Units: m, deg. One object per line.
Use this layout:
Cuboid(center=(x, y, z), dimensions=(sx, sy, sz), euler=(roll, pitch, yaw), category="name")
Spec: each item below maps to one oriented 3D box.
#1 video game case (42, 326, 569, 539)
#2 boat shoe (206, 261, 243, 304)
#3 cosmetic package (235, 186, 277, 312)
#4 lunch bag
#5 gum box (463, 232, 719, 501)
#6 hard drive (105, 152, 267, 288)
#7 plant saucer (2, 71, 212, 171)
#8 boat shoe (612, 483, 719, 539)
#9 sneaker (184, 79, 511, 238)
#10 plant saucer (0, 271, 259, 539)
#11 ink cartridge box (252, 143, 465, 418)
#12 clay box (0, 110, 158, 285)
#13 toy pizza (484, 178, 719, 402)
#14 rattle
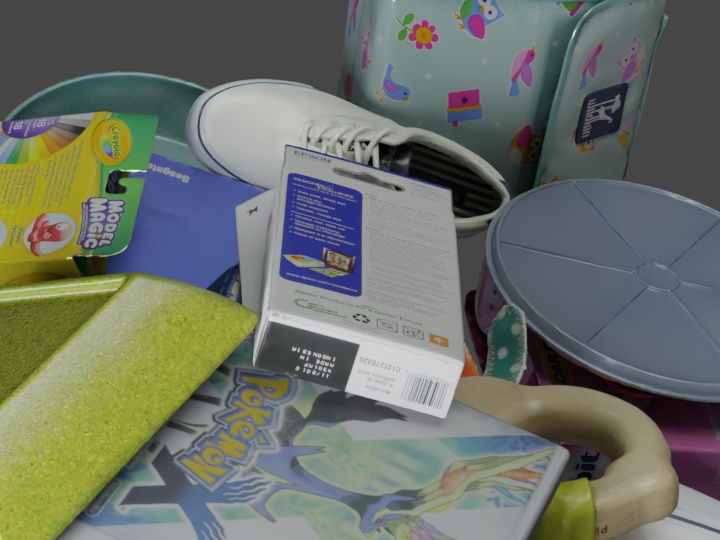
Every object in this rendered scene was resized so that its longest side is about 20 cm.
Cuboid(center=(-0.021, 0.105, 0.998), dimensions=(0.181, 0.022, 0.200), euler=(23, 37, 11), category="video game case")
Cuboid(center=(-0.073, 0.080, 1.180), dimensions=(0.072, 0.072, 0.201), euler=(35, 41, -18), category="boat shoe")
Cuboid(center=(-0.005, 0.067, 1.190), dimensions=(0.051, 0.151, 0.201), euler=(-27, 37, 15), category="cosmetic package")
Cuboid(center=(0.090, -0.115, 1.436), dimensions=(0.199, 0.171, 0.122), euler=(3, 26, -14), category="lunch bag")
Cuboid(center=(0.137, 0.058, 1.315), dimensions=(0.113, 0.066, 0.201), euler=(5, 37, -15), category="gum box")
Cuboid(center=(-0.113, 0.023, 1.266), dimensions=(0.131, 0.025, 0.201), euler=(18, 50, -3), category="hard drive")
Cuboid(center=(-0.127, -0.034, 1.350), dimensions=(0.199, 0.036, 0.201), euler=(9, 50, -11), category="plant saucer")
Cuboid(center=(0.212, 0.171, 1.208), dimensions=(0.199, 0.074, 0.067), euler=(18, 65, 3), category="boat shoe")
Cuboid(center=(-0.002, -0.069, 1.334), dimensions=(0.199, 0.074, 0.071), euler=(13, -9, -17), category="sneaker")
Cuboid(center=(-0.176, 0.062, 1.027), dimensions=(0.199, 0.048, 0.200), euler=(-6, 29, 39), category="plant saucer")
Cuboid(center=(0.000, 0.000, 1.116), dimensions=(0.094, 0.037, 0.200), euler=(15, 27, -7), category="ink cartridge box")
Cuboid(center=(-0.209, -0.028, 1.257), dimensions=(0.199, 0.048, 0.115), euler=(-3, 46, 13), category="clay box")
Cuboid(center=(0.165, 0.015, 1.299), dimensions=(0.199, 0.032, 0.201), euler=(11, 35, -8), category="toy pizza")
Cuboid(center=(0.085, 0.118, 1.186), dimensions=(0.130, 0.143, 0.200), euler=(-32, 32, -15), category="rattle")
